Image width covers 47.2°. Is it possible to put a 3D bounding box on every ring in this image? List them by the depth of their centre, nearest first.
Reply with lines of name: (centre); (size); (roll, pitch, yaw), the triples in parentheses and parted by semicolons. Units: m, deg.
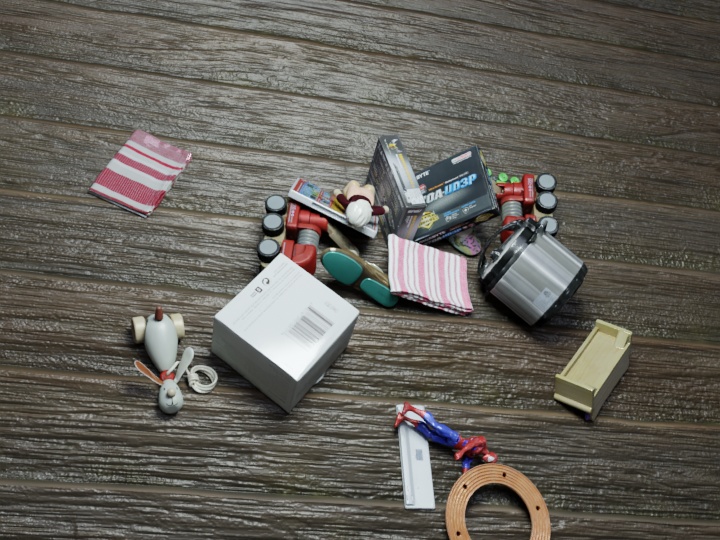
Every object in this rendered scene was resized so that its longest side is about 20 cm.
ring: (0.242, 0.444, 1.457); (0.198, 0.019, 0.202); (7, 63, -14)

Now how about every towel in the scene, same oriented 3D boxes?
towel: (0.145, 0.007, 1.721); (0.198, 0.030, 0.147); (17, 50, -25)
towel: (-0.466, -0.211, 1.758); (0.143, 0.023, 0.201); (23, 53, 3)

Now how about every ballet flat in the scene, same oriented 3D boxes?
ballet flat: (0.000, 0.000, 1.675); (0.199, 0.068, 0.073); (30, 32, -22)
ballet flat: (0.202, -0.122, 1.836); (0.069, 0.071, 0.201); (-24, 64, -24)

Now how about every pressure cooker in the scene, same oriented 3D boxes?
pressure cooker: (0.348, -0.004, 1.711); (0.199, 0.179, 0.176); (39, 75, 5)

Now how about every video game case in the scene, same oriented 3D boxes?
video game case: (-0.054, -0.135, 1.747); (0.199, 0.018, 0.143); (26, 16, -5)

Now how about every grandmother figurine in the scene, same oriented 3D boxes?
grandmother figurine: (0.000, -0.136, 1.715); (0.120, 0.061, 0.200); (7, 19, 1)

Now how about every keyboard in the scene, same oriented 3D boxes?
keyboard: (0.101, 0.340, 1.518); (0.056, 0.011, 0.202); (7, 54, -16)

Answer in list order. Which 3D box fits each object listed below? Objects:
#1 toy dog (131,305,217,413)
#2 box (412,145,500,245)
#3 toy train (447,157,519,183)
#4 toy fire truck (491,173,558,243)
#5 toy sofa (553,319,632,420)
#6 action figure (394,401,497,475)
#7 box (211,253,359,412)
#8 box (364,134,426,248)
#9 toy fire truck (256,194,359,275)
toy dog: (-0.350, 0.145, 1.484); (0.131, 0.097, 0.200); (-28, 66, -29)
box: (0.190, -0.158, 1.788); (0.199, 0.046, 0.160); (-22, 64, 23)
toy train: (0.282, -0.214, 1.945); (0.198, 0.042, 0.057); (17, 63, -3)
toy fire truck: (0.337, -0.140, 1.844); (0.198, 0.129, 0.178); (4, 62, 2)
toy sofa: (0.475, 0.203, 1.679); (0.082, 0.098, 0.200); (21, 48, 33)
action figure: (0.155, 0.326, 1.502); (0.198, 0.065, 0.099); (23, 47, -2)
box: (-0.142, 0.114, 1.539); (0.199, 0.131, 0.199); (35, 54, 12)
box: (0.073, -0.165, 1.779); (0.048, 0.159, 0.201); (-7, 57, -18)
toy fire truck: (-0.102, -0.049, 1.689); (0.198, 0.129, 0.177); (4, 54, 1)
